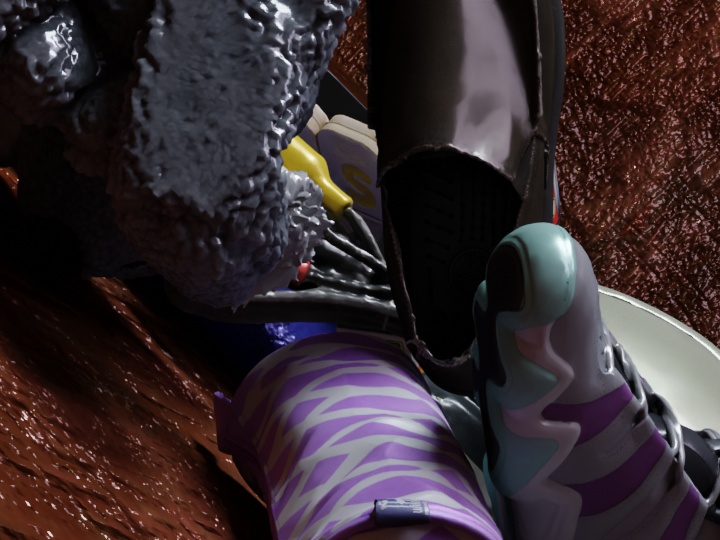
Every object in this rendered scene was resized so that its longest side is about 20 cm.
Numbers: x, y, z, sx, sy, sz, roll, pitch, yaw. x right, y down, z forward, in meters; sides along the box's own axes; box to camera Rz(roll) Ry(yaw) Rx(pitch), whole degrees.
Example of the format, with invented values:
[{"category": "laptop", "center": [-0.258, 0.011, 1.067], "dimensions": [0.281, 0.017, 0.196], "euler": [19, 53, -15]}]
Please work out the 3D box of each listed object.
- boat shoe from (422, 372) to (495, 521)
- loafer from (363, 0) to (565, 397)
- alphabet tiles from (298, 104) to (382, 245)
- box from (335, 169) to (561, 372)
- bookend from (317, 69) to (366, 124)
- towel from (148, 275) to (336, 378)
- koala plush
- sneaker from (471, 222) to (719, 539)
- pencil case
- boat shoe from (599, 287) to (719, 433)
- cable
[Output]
[{"category": "boat shoe", "center": [0.085, 0.114, 1.028], "dimensions": [0.199, 0.066, 0.075], "euler": [44, -33, 4]}, {"category": "loafer", "center": [0.039, -0.053, 0.930], "dimensions": [0.071, 0.072, 0.202], "euler": [-14, 97, -78]}, {"category": "alphabet tiles", "center": [-0.057, -0.057, 1.213], "dimensions": [0.199, 0.015, 0.196], "euler": [25, -33, 31]}, {"category": "box", "center": [0.044, -0.002, 1.176], "dimensions": [0.034, 0.201, 0.111], "euler": [7, -45, 20]}, {"category": "bookend", "center": [-0.036, -0.121, 1.346], "dimensions": [0.199, 0.200, 0.092], "euler": [44, -2, -4]}, {"category": "towel", "center": [-0.087, -0.023, 1.155], "dimensions": [0.200, 0.050, 0.148], "euler": [46, 13, -4]}, {"category": "koala plush", "center": [-0.080, -0.063, 0.957], "dimensions": [0.176, 0.184, 0.200], "euler": [26, -25, 9]}, {"category": "sneaker", "center": [0.110, 0.063, 0.882], "dimensions": [0.078, 0.139, 0.201], "euler": [-97, -177, -50]}, {"category": "pencil case", "center": [-0.001, 0.085, 0.878], "dimensions": [0.200, 0.085, 0.085], "euler": [-114, -164, -73]}, {"category": "boat shoe", "center": [0.134, 0.081, 0.986], "dimensions": [0.199, 0.066, 0.074], "euler": [32, 38, 11]}, {"category": "cable", "center": [0.000, 0.000, 1.055], "dimensions": [0.199, 0.097, 0.051], "euler": [26, -40, 14]}]
